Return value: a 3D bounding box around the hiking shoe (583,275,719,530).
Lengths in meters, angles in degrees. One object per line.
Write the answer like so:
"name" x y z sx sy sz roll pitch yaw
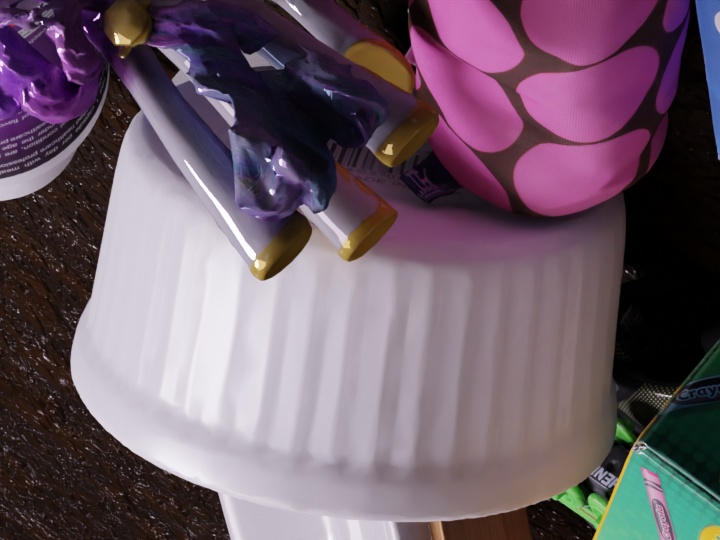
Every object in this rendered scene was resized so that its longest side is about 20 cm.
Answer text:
"hiking shoe" 0.126 0.045 1.021 0.101 0.076 0.200 52 152 -4

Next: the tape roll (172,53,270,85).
"tape roll" -0.002 -0.019 1.129 0.203 0.037 0.203 32 159 14

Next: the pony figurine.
"pony figurine" -0.072 -0.087 0.769 0.200 0.167 0.193 45 -167 8

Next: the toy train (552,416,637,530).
"toy train" 0.064 0.062 1.022 0.200 0.042 0.056 35 161 49

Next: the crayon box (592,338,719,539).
"crayon box" 0.124 0.073 0.829 0.058 0.119 0.200 36 153 14

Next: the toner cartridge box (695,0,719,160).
"toner cartridge box" 0.193 -0.034 0.751 0.200 0.043 0.095 27 159 28

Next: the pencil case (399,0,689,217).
"pencil case" 0.053 -0.094 0.806 0.094 0.091 0.200 43 160 20

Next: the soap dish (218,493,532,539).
"soap dish" 0.007 0.114 1.247 0.200 0.081 0.158 24 133 56

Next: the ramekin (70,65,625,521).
"ramekin" 0.000 0.000 0.939 0.200 0.200 0.098 24 119 34

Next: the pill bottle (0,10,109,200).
"pill bottle" -0.166 -0.108 1.107 0.112 0.113 0.200 33 159 15
